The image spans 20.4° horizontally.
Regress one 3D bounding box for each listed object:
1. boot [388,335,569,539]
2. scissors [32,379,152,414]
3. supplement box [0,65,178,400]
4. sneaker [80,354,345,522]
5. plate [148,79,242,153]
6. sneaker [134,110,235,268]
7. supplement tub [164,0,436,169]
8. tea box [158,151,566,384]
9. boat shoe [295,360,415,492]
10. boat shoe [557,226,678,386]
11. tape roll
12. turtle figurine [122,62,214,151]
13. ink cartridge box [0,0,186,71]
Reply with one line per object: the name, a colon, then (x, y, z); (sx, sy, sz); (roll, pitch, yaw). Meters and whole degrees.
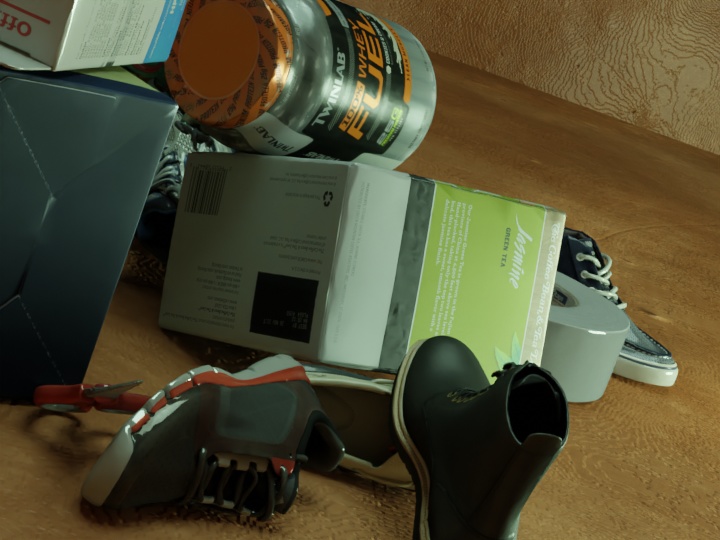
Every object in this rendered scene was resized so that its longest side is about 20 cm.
boot: (0.077, 0.078, 1.158); (0.077, 0.139, 0.200); (9, 40, -18)
scissors: (-0.149, 0.069, 1.099); (0.073, 0.014, 0.200); (6, -7, -3)
supplement box: (-0.244, -0.055, 1.207); (0.134, 0.201, 0.200); (8, 19, -43)
sneaker: (-0.071, 0.103, 1.128); (0.082, 0.077, 0.200); (46, 32, 17)
plate: (-0.130, -0.107, 1.575); (0.200, 0.201, 0.026); (29, 29, 30)
sneaker: (-0.135, -0.053, 1.506); (0.085, 0.077, 0.200); (5, 45, -44)
supplement tub: (-0.042, -0.136, 1.419); (0.122, 0.123, 0.200); (29, 11, 31)
tea box: (0.000, 0.000, 1.397); (0.196, 0.134, 0.200); (12, -2, -38)
boat shoe: (0.022, 0.101, 1.261); (0.199, 0.072, 0.063); (16, 0, 1)
boat shoe: (0.206, 0.024, 1.791); (0.200, 0.093, 0.075); (27, 15, 26)
tape roll: (0.122, 0.037, 1.677); (0.199, 0.066, 0.200); (20, 14, -5)
turtle figurine: (-0.175, -0.131, 1.439); (0.149, 0.101, 0.200); (6, -8, -26)
ink cartridge box: (-0.189, -0.168, 1.152); (0.116, 0.068, 0.200); (24, 14, 13)
